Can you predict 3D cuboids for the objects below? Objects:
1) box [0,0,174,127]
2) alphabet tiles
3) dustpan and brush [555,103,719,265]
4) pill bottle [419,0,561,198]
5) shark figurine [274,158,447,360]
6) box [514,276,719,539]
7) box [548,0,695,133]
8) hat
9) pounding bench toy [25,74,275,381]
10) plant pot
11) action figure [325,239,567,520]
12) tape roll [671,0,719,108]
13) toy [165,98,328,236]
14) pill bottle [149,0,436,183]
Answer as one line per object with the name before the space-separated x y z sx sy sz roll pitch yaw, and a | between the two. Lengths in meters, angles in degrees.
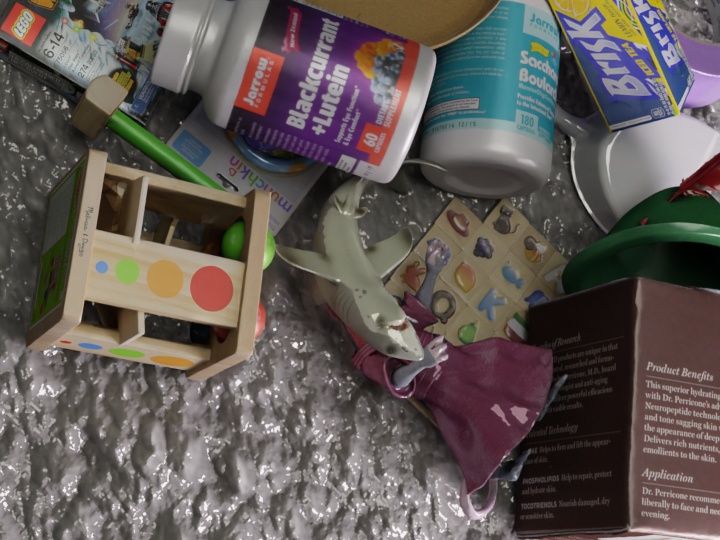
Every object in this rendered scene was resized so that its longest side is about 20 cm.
box | -0.189 -0.225 1.214 0.137 0.040 0.200 30 68 -14
alphabet tiles | 0.102 0.040 1.301 0.166 0.006 0.200 43 65 -9
dustpan and brush | 0.220 -0.112 1.370 0.200 0.057 0.140 35 79 -20
pill bottle | 0.112 -0.170 1.296 0.111 0.111 0.201 12 74 -21
shark figurine | -0.011 -0.017 1.202 0.128 0.090 0.215 17 46 -11
box | 0.240 0.126 1.251 0.166 0.164 0.201 12 74 -23
box | 0.207 -0.219 1.281 0.200 0.070 0.064 60 38 -23
hat | 0.268 -0.066 1.330 0.199 0.166 0.176 7 60 -12
pounding bench toy | -0.145 -0.034 1.142 0.156 0.124 0.201 12 73 -21
plant pot | 0.031 -0.256 1.265 0.199 0.028 0.200 -3 64 5
action figure | 0.057 0.078 1.234 0.200 0.149 0.134 28 37 3
tape roll | 0.286 -0.251 1.401 0.200 0.066 0.201 11 63 -23
toy | -0.053 -0.142 1.251 0.115 0.047 0.200 40 65 -9
pill bottle | -0.053 -0.149 1.167 0.200 0.111 0.112 19 71 -6
